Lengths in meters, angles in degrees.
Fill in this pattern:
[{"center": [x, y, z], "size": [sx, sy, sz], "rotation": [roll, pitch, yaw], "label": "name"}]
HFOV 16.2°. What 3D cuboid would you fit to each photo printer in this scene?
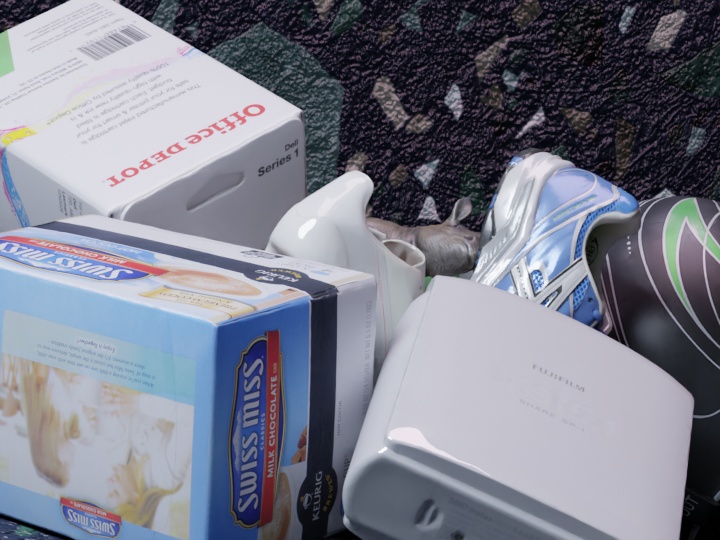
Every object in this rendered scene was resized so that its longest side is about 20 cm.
[{"center": [0.085, 0.085, 1.256], "size": [0.166, 0.070, 0.200], "rotation": [25, 29, -2], "label": "photo printer"}]

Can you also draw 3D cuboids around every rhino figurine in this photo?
[{"center": [0.000, 0.000, 1.467], "size": [0.199, 0.060, 0.087], "rotation": [-15, 6, 15], "label": "rhino figurine"}]

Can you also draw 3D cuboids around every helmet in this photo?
[{"center": [0.193, 0.052, 1.529], "size": [0.191, 0.200, 0.200], "rotation": [48, 20, 20], "label": "helmet"}]

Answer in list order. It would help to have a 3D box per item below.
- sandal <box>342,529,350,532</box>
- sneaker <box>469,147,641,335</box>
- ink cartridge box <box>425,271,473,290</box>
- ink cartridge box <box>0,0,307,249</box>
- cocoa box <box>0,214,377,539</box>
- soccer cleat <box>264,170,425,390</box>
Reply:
[{"center": [-0.010, 0.118, 1.394], "size": [0.199, 0.043, 0.076], "rotation": [6, 6, -36], "label": "sandal"}, {"center": [0.092, 0.032, 1.379], "size": [0.077, 0.201, 0.076], "rotation": [16, -10, 21], "label": "sneaker"}, {"center": [0.011, 0.050, 1.617], "size": [0.087, 0.146, 0.199], "rotation": [11, 2, -41], "label": "ink cartridge box"}, {"center": [-0.146, -0.070, 1.474], "size": [0.144, 0.084, 0.200], "rotation": [-30, 44, -32], "label": "ink cartridge box"}, {"center": [-0.109, 0.058, 1.270], "size": [0.199, 0.134, 0.131], "rotation": [13, 16, 35], "label": "cocoa box"}, {"center": [0.014, 0.029, 1.365], "size": [0.069, 0.078, 0.200], "rotation": [36, -15, 42], "label": "soccer cleat"}]
